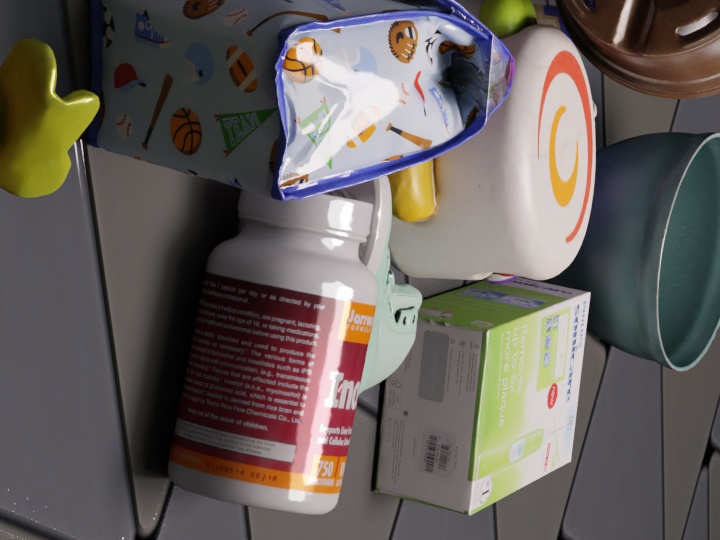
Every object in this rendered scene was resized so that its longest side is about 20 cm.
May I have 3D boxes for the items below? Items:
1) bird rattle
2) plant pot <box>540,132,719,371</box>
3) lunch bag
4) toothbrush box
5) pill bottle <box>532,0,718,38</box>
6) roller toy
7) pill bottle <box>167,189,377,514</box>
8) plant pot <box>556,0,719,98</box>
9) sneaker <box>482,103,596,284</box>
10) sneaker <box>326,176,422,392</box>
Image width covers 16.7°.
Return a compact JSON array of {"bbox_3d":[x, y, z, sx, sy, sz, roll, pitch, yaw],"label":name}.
[{"bbox_3d":[-0.239,-0.054,1.213,0.200,0.113,0.163,-50,132,-23],"label":"bird rattle"},{"bbox_3d":[0.226,-0.026,2.059,0.200,0.134,0.201,-35,131,-55],"label":"plant pot"},{"bbox_3d":[-0.032,-0.123,1.430,0.200,0.170,0.124,-13,115,-44],"label":"lunch bag"},{"bbox_3d":[0.097,0.093,1.907,0.200,0.086,0.146,-16,114,-62],"label":"toothbrush box"},{"bbox_3d":[0.238,-0.226,1.933,0.120,0.200,0.120,-33,128,-55],"label":"pill bottle"},{"bbox_3d":[0.079,-0.082,1.741,0.183,0.140,0.200,66,32,-46],"label":"roller toy"},{"bbox_3d":[-0.052,0.048,1.561,0.113,0.113,0.200,9,92,-64],"label":"pill bottle"},{"bbox_3d":[0.222,-0.225,1.759,0.198,0.200,0.201,-14,113,-76],"label":"plant pot"},{"bbox_3d":[0.144,-0.056,1.953,0.200,0.081,0.084,-58,153,-36],"label":"sneaker"},{"bbox_3d":[0.000,0.000,1.674,0.118,0.074,0.201,-27,138,-51],"label":"sneaker"}]
